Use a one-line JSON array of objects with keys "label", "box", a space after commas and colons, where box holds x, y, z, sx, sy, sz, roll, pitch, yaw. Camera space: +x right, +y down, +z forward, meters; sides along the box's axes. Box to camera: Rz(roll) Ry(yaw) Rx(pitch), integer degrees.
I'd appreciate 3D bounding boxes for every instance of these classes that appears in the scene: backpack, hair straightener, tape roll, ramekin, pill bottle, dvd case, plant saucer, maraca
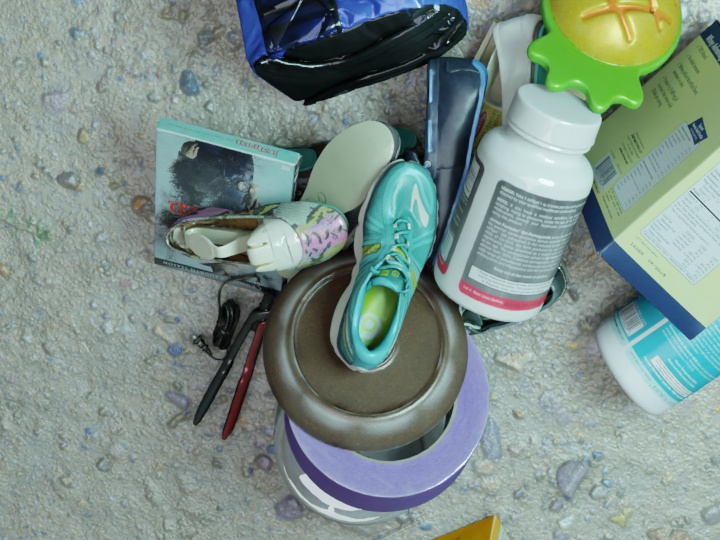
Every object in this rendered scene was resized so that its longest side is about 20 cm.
[{"label": "backpack", "box": [-0.006, -0.265, 1.450, 0.198, 0.162, 0.169, -14, 85, 15]}, {"label": "hair straightener", "box": [-0.145, 0.085, 1.634, 0.076, 0.041, 0.201, 22, 120, 3]}, {"label": "tape roll", "box": [0.024, 0.129, 1.504, 0.198, 0.085, 0.202, 1, 73, -3]}, {"label": "ramekin", "box": [-0.001, 0.175, 1.620, 0.200, 0.094, 0.204, 3, 108, 8]}, {"label": "pill bottle", "box": [0.147, -0.063, 1.409, 0.110, 0.111, 0.201, 21, 117, 3]}, {"label": "dvd case", "box": [-0.139, -0.060, 1.560, 0.145, 0.022, 0.201, 15, 140, 4]}, {"label": "pill bottle", "box": [0.339, 0.047, 1.515, 0.199, 0.111, 0.111, -36, 98, 18]}, {"label": "plant saucer", "box": [0.006, 0.070, 1.463, 0.198, 0.032, 0.202, 1, 72, -4]}, {"label": "maraca", "box": [0.226, -0.226, 1.419, 0.136, 0.201, 0.107, 24, 146, 4]}]

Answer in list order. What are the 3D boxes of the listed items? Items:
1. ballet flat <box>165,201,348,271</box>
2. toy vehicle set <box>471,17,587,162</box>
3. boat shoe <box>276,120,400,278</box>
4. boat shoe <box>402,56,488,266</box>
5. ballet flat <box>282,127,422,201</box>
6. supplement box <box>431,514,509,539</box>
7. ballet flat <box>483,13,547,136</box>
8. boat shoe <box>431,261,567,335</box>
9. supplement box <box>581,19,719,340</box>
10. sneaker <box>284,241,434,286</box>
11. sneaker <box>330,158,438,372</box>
[{"label": "ballet flat", "box": [-0.106, -0.028, 1.487, 0.199, 0.071, 0.070, 2, 111, 34]}, {"label": "toy vehicle set", "box": [0.143, -0.134, 1.536, 0.123, 0.027, 0.201, 27, 109, 0]}, {"label": "boat shoe", "box": [-0.015, -0.068, 1.502, 0.071, 0.062, 0.200, 54, 126, 27]}, {"label": "boat shoe", "box": [0.072, -0.107, 1.484, 0.068, 0.084, 0.202, 12, 97, 3]}, {"label": "ballet flat", "box": [-0.030, -0.098, 1.564, 0.198, 0.072, 0.073, -8, 106, 12]}, {"label": "supplement box", "box": [0.133, 0.385, 1.674, 0.125, 0.074, 0.201, -25, 102, 16]}, {"label": "ballet flat", "box": [0.149, -0.147, 1.489, 0.069, 0.069, 0.202, 4, 104, 8]}, {"label": "boat shoe", "box": [0.114, 0.031, 1.573, 0.198, 0.062, 0.073, -14, 108, 15]}, {"label": "supplement box", "box": [0.316, -0.087, 1.418, 0.134, 0.201, 0.200, 40, 110, -22]}, {"label": "sneaker", "box": [0.000, 0.000, 1.577, 0.199, 0.075, 0.081, -31, 100, 17]}, {"label": "sneaker", "box": [0.030, -0.003, 1.412, 0.077, 0.080, 0.202, 15, 86, -9]}]
